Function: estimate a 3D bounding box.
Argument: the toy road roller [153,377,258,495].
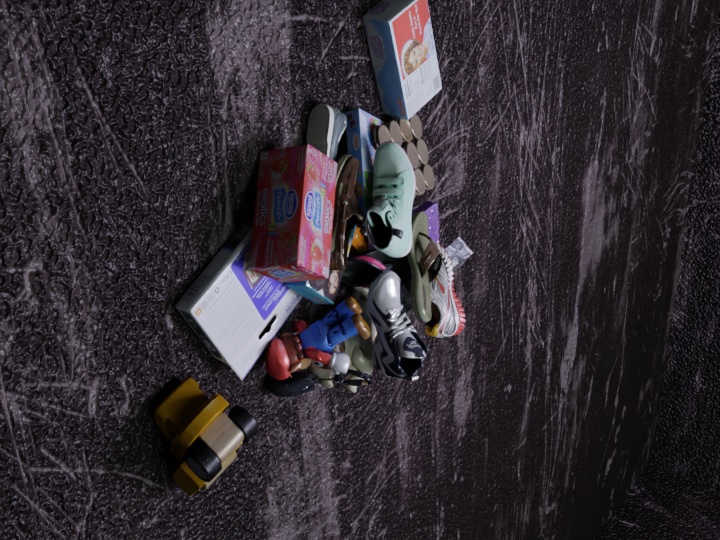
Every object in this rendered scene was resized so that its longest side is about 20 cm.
[{"bbox_3d":[-0.267,0.265,1.482,0.123,0.146,0.200,-44,175,-32],"label":"toy road roller"}]

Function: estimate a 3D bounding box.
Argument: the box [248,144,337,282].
[{"bbox_3d":[-0.107,-0.090,1.460,0.095,0.098,0.204,27,64,-56],"label":"box"}]

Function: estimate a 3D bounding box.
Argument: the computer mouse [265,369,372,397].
[{"bbox_3d":[-0.076,0.209,1.644,0.059,0.196,0.034,76,12,-49],"label":"computer mouse"}]

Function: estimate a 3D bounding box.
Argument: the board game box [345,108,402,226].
[{"bbox_3d":[0.030,-0.175,1.645,0.150,0.036,0.204,14,68,-56],"label":"board game box"}]

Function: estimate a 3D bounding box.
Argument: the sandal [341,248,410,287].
[{"bbox_3d":[0.000,0.000,1.656,0.196,0.045,0.076,-1,113,-12],"label":"sandal"}]

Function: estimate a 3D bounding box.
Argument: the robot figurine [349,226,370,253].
[{"bbox_3d":[0.023,-0.058,1.746,0.146,0.058,0.200,-59,143,-15],"label":"robot figurine"}]

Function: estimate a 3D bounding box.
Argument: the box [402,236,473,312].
[{"bbox_3d":[0.126,0.030,1.864,0.199,0.050,0.158,-39,176,-37],"label":"box"}]

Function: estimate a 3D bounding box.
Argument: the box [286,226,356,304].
[{"bbox_3d":[-0.061,-0.049,1.591,0.082,0.049,0.203,35,64,-44],"label":"box"}]

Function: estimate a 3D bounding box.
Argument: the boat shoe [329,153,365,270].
[{"bbox_3d":[-0.025,-0.094,1.526,0.075,0.074,0.206,53,51,-74],"label":"boat shoe"}]

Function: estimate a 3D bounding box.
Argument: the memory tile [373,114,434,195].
[{"bbox_3d":[0.083,-0.210,1.693,0.200,0.017,0.156,-33,110,-59],"label":"memory tile"}]

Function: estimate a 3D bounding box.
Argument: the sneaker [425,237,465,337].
[{"bbox_3d":[0.135,0.030,1.721,0.081,0.078,0.203,-14,82,-35],"label":"sneaker"}]

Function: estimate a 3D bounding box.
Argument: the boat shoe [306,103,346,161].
[{"bbox_3d":[-0.063,-0.180,1.553,0.061,0.072,0.204,3,100,-50],"label":"boat shoe"}]

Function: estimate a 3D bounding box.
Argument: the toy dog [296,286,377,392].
[{"bbox_3d":[-0.028,0.136,1.707,0.198,0.138,0.197,-15,118,-48],"label":"toy dog"}]

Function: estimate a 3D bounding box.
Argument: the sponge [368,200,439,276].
[{"bbox_3d":[0.088,-0.047,1.763,0.199,0.029,0.113,-35,130,-42],"label":"sponge"}]

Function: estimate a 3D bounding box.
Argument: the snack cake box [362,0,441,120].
[{"bbox_3d":[0.078,-0.394,1.645,0.115,0.067,0.202,-44,138,-30],"label":"snack cake box"}]

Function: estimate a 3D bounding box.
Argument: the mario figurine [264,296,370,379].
[{"bbox_3d":[-0.077,0.131,1.593,0.198,0.124,0.107,-29,106,8],"label":"mario figurine"}]

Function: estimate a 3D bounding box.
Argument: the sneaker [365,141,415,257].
[{"bbox_3d":[0.047,-0.126,1.538,0.118,0.072,0.204,4,80,-71],"label":"sneaker"}]

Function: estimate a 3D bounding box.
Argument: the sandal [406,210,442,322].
[{"bbox_3d":[0.124,-0.008,1.662,0.079,0.056,0.205,7,77,-63],"label":"sandal"}]

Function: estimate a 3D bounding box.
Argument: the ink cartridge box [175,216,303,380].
[{"bbox_3d":[-0.194,0.048,1.511,0.199,0.043,0.201,-54,141,-24],"label":"ink cartridge box"}]

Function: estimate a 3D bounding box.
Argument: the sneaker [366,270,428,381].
[{"bbox_3d":[0.075,0.108,1.624,0.078,0.129,0.203,-6,106,-33],"label":"sneaker"}]
